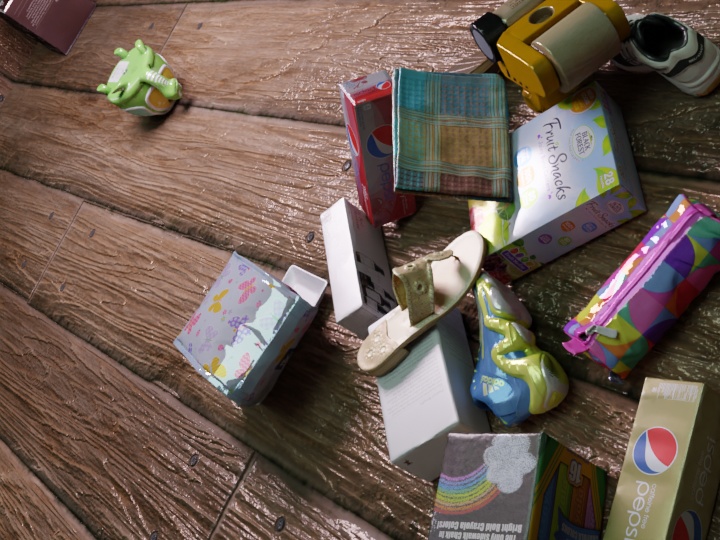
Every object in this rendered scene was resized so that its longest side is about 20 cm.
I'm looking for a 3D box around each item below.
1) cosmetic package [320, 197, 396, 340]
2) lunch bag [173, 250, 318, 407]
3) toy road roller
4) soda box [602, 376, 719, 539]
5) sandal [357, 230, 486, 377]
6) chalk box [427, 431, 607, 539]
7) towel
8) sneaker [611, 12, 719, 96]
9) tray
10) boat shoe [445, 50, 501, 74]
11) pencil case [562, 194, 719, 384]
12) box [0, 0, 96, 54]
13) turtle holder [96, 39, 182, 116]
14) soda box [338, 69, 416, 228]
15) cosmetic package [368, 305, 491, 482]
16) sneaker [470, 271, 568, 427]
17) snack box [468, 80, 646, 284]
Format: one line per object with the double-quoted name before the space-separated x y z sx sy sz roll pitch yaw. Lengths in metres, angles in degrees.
"cosmetic package" 0.000 0.000 1.402 0.050 0.082 0.201 -34 43 24
"lunch bag" -0.151 0.088 1.438 0.170 0.127 0.200 -57 27 -4
"toy road roller" 0.237 -0.256 1.251 0.122 0.146 0.200 -36 36 -2
"soda box" 0.278 0.203 0.947 0.064 0.068 0.202 1 66 49
"sandal" 0.057 0.028 1.205 0.212 0.069 0.078 -50 37 9
"chalk box" 0.146 0.271 1.005 0.124 0.124 0.202 -9 58 44
"towel" 0.110 -0.168 1.261 0.022 0.145 0.202 98 175 -53
"sneaker" 0.338 -0.272 1.210 0.076 0.087 0.200 -56 35 4
"tray" -0.117 0.094 1.515 0.107 0.022 0.201 24 83 52
"boat shoe" 0.139 -0.230 1.423 0.200 0.072 0.072 -47 27 -23
"pencil case" 0.293 0.019 1.053 0.200 0.088 0.088 -51 37 7
"box" -0.852 -0.708 2.784 0.166 0.199 0.165 26 84 53
"turtle holder" -0.435 -0.389 2.136 0.185 0.131 0.142 -22 48 37
"soda box" 0.025 -0.160 1.391 0.069 0.201 0.064 -20 41 -10
"cosmetic package" 0.079 0.131 1.223 0.101 0.071 0.201 -35 41 26
"sneaker" 0.150 0.091 1.170 0.105 0.075 0.201 -45 39 17
"snack box" 0.223 -0.102 1.233 0.199 0.068 0.170 -30 44 30
